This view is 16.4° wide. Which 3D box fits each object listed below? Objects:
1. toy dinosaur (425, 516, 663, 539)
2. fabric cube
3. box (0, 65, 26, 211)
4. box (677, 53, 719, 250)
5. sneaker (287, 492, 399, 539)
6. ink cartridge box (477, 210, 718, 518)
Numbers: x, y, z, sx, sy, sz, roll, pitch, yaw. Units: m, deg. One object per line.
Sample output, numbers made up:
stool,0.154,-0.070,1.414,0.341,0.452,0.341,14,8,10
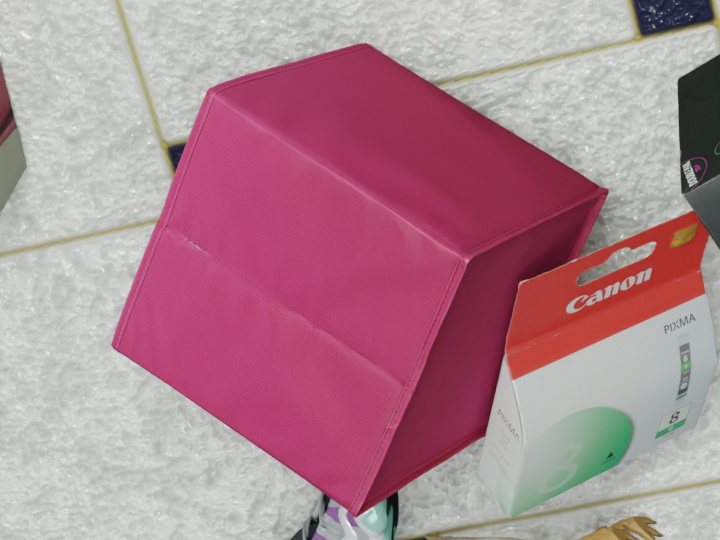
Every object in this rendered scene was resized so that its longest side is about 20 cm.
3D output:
toy dinosaur,0.154,0.214,1.754,0.200,0.060,0.106,31,115,-7
fabric cube,0.000,0.000,1.568,0.199,0.196,0.200,33,117,19
box,-0.310,-0.130,1.629,0.128,0.109,0.200,-7,113,10
box,0.287,-0.073,1.530,0.148,0.200,0.124,-31,108,18
sneaker,-0.042,0.201,1.762,0.139,0.078,0.200,-2,113,7
ink cartridge box,0.162,0.059,1.604,0.161,0.050,0.200,-23,148,-24
